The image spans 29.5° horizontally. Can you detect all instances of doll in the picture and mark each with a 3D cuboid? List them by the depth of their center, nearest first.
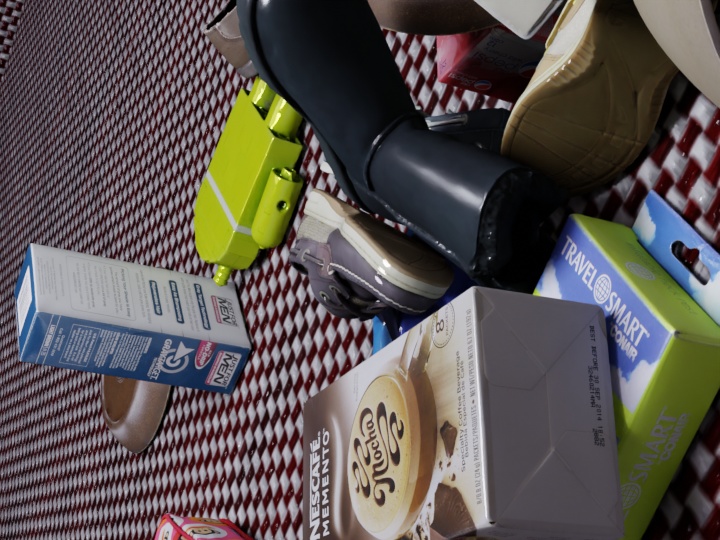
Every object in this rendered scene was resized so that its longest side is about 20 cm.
[{"bbox_3d":[0.041,0.025,0.888,0.200,0.048,0.138,40,112,62],"label":"doll"}]

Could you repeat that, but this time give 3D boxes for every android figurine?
[{"bbox_3d":[-0.102,-0.084,1.252,0.202,0.041,0.182,-67,28,18],"label":"android figurine"}]

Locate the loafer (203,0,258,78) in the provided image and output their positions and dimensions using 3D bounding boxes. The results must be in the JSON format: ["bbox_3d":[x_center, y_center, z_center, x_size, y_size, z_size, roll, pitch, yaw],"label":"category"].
[{"bbox_3d":[-0.078,-0.275,1.218,0.073,0.070,0.202,9,73,65],"label":"loafer"}]

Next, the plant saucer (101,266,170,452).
[{"bbox_3d":[-0.245,0.095,1.484,0.200,0.032,0.203,-32,53,57],"label":"plant saucer"}]

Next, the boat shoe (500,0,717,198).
[{"bbox_3d":[0.136,-0.115,0.733,0.201,0.073,0.067,-57,8,51],"label":"boat shoe"}]

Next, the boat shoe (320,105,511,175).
[{"bbox_3d":[0.036,-0.082,0.916,0.199,0.074,0.063,10,90,64],"label":"boat shoe"}]

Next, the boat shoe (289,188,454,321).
[{"bbox_3d":[0.000,0.000,0.856,0.066,0.071,0.200,-64,23,6],"label":"boat shoe"}]

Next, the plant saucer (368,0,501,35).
[{"bbox_3d":[0.055,-0.236,0.828,0.032,0.197,0.203,61,-155,-62],"label":"plant saucer"}]

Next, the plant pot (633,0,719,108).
[{"bbox_3d":[0.180,-0.136,0.540,0.200,0.185,0.190,-127,52,-75],"label":"plant pot"}]

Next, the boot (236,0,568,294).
[{"bbox_3d":[0.030,-0.078,0.744,0.076,0.201,0.168,-42,44,-14],"label":"boot"}]

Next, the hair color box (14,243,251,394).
[{"bbox_3d":[-0.205,0.045,1.228,0.061,0.197,0.101,-63,29,30],"label":"hair color box"}]

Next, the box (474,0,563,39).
[{"bbox_3d":[0.105,-0.205,0.700,0.069,0.082,0.201,-50,3,44],"label":"box"}]

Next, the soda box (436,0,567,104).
[{"bbox_3d":[0.088,-0.213,0.875,0.070,0.063,0.203,-40,45,53],"label":"soda box"}]

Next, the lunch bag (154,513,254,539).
[{"bbox_3d":[-0.142,0.306,1.122,0.176,0.081,0.203,11,90,66],"label":"lunch bag"}]

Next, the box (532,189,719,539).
[{"bbox_3d":[0.119,0.068,0.707,0.202,0.047,0.122,-68,27,23],"label":"box"}]

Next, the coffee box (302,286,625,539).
[{"bbox_3d":[0.043,0.099,0.706,0.200,0.079,0.115,-39,47,56],"label":"coffee box"}]
